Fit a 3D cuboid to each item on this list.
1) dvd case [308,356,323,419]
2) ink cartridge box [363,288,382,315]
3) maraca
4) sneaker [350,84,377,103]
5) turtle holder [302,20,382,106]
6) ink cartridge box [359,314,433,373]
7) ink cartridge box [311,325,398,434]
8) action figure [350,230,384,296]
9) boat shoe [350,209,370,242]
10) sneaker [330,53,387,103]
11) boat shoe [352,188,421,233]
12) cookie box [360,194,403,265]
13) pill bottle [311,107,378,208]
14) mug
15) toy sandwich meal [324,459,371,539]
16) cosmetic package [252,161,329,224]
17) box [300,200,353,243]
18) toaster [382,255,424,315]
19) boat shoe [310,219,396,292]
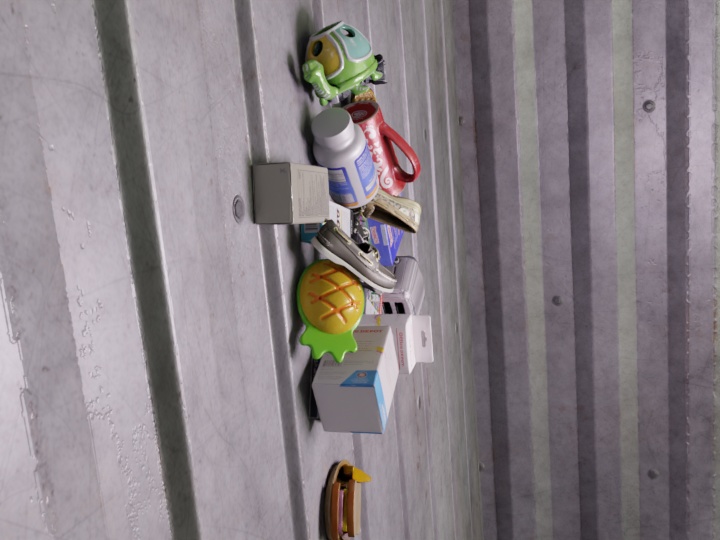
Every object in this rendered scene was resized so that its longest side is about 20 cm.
[{"bbox_3d":[-0.067,0.204,1.651,0.150,0.024,0.204,41,50,-69],"label":"dvd case"},{"bbox_3d":[0.020,0.097,1.919,0.200,0.049,0.111,54,38,-62],"label":"ink cartridge box"},{"bbox_3d":[-0.057,0.073,1.523,0.107,0.134,0.204,128,-32,-62],"label":"maraca"},{"bbox_3d":[0.013,-0.342,1.894,0.091,0.073,0.203,-99,-172,-55],"label":"sneaker"},{"bbox_3d":[-0.056,-0.407,1.597,0.184,0.140,0.133,-36,115,-23],"label":"turtle holder"},{"bbox_3d":[0.056,0.161,1.770,0.067,0.196,0.120,-43,129,-68],"label":"ink cartridge box"},{"bbox_3d":[-0.002,0.205,1.604,0.201,0.126,0.127,-68,152,-53],"label":"ink cartridge box"},{"bbox_3d":[0.000,0.000,1.658,0.201,0.100,0.121,114,-20,-54],"label":"action figure"},{"bbox_3d":[-0.010,-0.068,1.803,0.071,0.062,0.204,48,42,-66],"label":"boat shoe"},{"bbox_3d":[-0.004,-0.427,1.769,0.201,0.112,0.077,-68,151,-54],"label":"sneaker"},{"bbox_3d":[0.041,-0.135,1.775,0.073,0.196,0.064,124,-24,-64],"label":"boat shoe"},{"bbox_3d":[0.054,-0.137,2.013,0.201,0.074,0.174,-68,152,-55],"label":"cookie box"},{"bbox_3d":[-0.035,-0.231,1.649,0.201,0.110,0.114,68,26,-51],"label":"pill bottle"},{"bbox_3d":[0.036,-0.272,1.811,0.134,0.174,0.202,-94,167,-53],"label":"mug"},{"bbox_3d":[-0.021,0.494,1.700,0.205,0.069,0.210,-2,90,-74],"label":"toy sandwich meal"},{"bbox_3d":[-0.118,-0.133,1.417,0.200,0.070,0.108,-10,98,-74],"label":"cosmetic package"},{"bbox_3d":[-0.065,-0.092,1.638,0.200,0.048,0.084,14,75,-74],"label":"box"},{"bbox_3d":[0.102,0.066,2.106,0.202,0.111,0.131,75,25,-45],"label":"toaster"},{"bbox_3d":[0.000,-0.025,1.526,0.200,0.061,0.072,32,12,-28],"label":"boat shoe"}]
